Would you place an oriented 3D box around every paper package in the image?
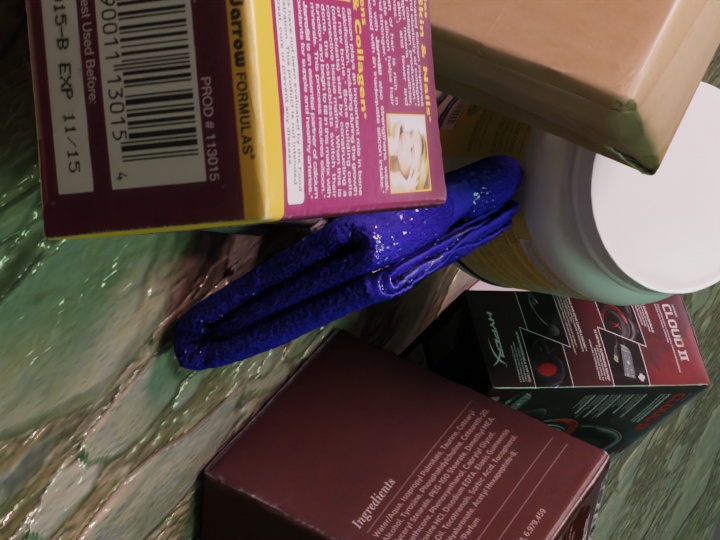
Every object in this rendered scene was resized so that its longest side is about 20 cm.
[{"bbox_3d":[0.111,-0.180,1.063,0.201,0.190,0.103,-63,161,-11],"label":"paper package"}]

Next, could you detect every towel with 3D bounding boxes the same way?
[{"bbox_3d":[0.000,0.000,1.095,0.147,0.050,0.200,-31,177,30],"label":"towel"}]

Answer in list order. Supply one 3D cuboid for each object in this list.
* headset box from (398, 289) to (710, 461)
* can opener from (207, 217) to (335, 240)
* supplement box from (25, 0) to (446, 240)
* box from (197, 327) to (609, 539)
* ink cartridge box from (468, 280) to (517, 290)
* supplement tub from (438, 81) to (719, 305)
[{"bbox_3d":[0.127,0.079,1.355,0.199,0.075,0.149,1,150,-31],"label":"headset box"},{"bbox_3d":[-0.048,-0.047,1.039,0.200,0.052,0.067,-9,87,-69],"label":"can opener"},{"bbox_3d":[-0.047,-0.084,0.842,0.200,0.103,0.132,-7,92,-67],"label":"supplement box"},{"bbox_3d":[0.023,0.175,1.238,0.164,0.199,0.166,-46,153,-43],"label":"box"},{"bbox_3d":[0.128,0.066,1.555,0.200,0.086,0.147,-39,148,-53],"label":"ink cartridge box"},{"bbox_3d":[0.138,-0.055,1.217,0.145,0.200,0.146,-2,96,-26],"label":"supplement tub"}]
